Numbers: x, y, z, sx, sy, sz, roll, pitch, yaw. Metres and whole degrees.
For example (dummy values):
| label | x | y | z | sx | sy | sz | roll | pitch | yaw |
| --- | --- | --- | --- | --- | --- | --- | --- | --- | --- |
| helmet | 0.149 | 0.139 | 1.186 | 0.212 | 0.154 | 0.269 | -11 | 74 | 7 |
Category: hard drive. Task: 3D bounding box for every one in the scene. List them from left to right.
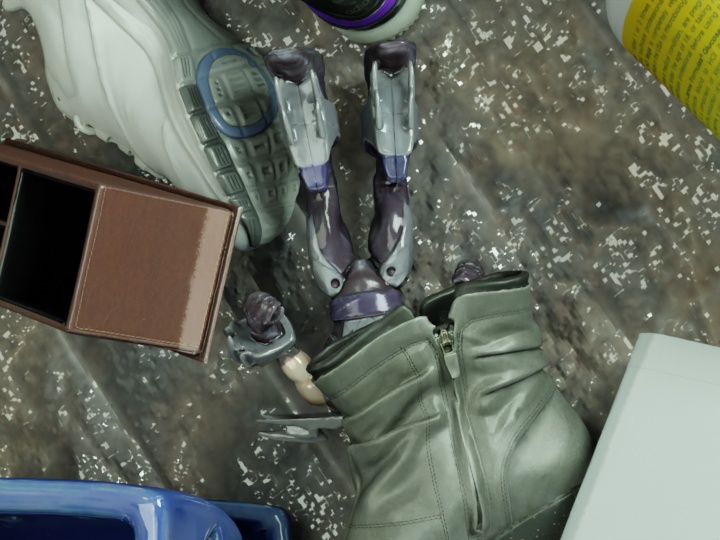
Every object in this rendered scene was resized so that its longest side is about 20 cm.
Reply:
| label | x | y | z | sx | sy | sz | roll | pitch | yaw |
| --- | --- | --- | --- | --- | --- | --- | --- | --- | --- |
| hard drive | 0.147 | 0.126 | 1.181 | 0.131 | 0.026 | 0.201 | 12 | 60 | 21 |

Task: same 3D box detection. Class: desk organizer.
| label | x | y | z | sx | sy | sz | roll | pitch | yaw |
| --- | --- | --- | --- | --- | --- | --- | --- | --- | --- |
| desk organizer | -0.148 | -0.018 | 1.307 | 0.200 | 0.077 | 0.072 | 17 | 94 | 50 |

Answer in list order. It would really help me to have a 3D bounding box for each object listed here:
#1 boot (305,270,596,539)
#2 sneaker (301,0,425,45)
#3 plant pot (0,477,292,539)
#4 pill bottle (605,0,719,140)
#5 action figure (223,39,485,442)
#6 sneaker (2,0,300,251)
| label | x | y | z | sx | sy | sz | roll | pitch | yaw |
| --- | --- | --- | --- | --- | --- | --- | --- | --- | --- |
| boot | 0.007 | 0.090 | 1.231 | 0.199 | 0.068 | 0.131 | -31 | 102 | -11 |
| sneaker | -0.045 | -0.197 | 1.299 | 0.069 | 0.099 | 0.201 | -40 | 73 | 15 |
| plant pot | -0.138 | 0.190 | 1.279 | 0.199 | 0.180 | 0.201 | 1 | 88 | 24 |
| pill bottle | 0.176 | -0.108 | 1.190 | 0.200 | 0.112 | 0.113 | 46 | 105 | 19 |
| action figure | 0.000 | 0.000 | 1.278 | 0.129 | 0.069 | 0.201 | -7 | 86 | -7 |
| sneaker | -0.098 | -0.088 | 1.345 | 0.087 | 0.074 | 0.201 | -45 | 67 | 32 |
